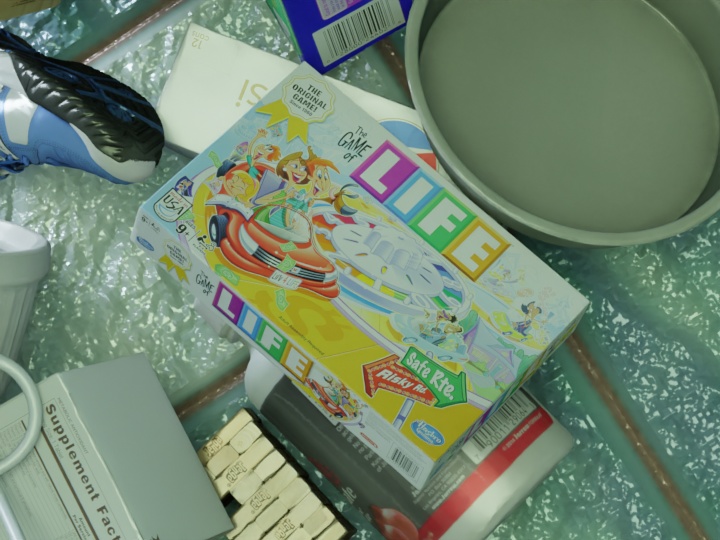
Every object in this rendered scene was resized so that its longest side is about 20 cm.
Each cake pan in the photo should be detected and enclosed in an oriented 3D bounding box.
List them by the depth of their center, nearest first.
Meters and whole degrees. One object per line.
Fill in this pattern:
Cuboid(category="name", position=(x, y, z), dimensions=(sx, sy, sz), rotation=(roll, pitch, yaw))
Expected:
Cuboid(category="cake pan", position=(0.115, -0.096, 1.553), dimensions=(0.199, 0.037, 0.201), rotation=(7, 62, -13))

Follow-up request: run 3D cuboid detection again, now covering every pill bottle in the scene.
Cuboid(category="pill bottle", position=(0.008, 0.060, 1.553), dimensions=(0.111, 0.111, 0.200), rotation=(-45, 83, 0))

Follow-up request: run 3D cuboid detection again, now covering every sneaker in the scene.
Cuboid(category="sneaker", position=(-0.183, -0.081, 1.581), dimensions=(0.199, 0.075, 0.077), rotation=(26, 101, 39))

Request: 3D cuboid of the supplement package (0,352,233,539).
Cuboid(category="supplement package", position=(-0.188, 0.141, 1.537), dimensions=(0.199, 0.109, 0.114), rotation=(-29, 84, 20))

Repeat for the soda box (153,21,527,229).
Cuboid(category="soda box", position=(-0.011, -0.066, 1.588), dimensions=(0.199, 0.064, 0.069), rotation=(22, 88, 5))

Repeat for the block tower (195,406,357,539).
Cuboid(category="block tower", position=(-0.016, 0.167, 1.576), dimensions=(0.058, 0.054, 0.200), rotation=(-43, 83, 1))

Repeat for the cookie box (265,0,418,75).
Cuboid(category="cookie box", position=(-0.056, -0.228, 1.525), dimensions=(0.075, 0.171, 0.201), rotation=(-28, 65, -3))

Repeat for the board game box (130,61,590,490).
Cuboid(category="board game box", position=(0.000, 0.000, 1.495), dimensions=(0.200, 0.034, 0.134), rotation=(40, 58, 10))

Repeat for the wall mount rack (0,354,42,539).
Cuboid(category="wall mount rack", position=(-0.236, 0.130, 1.430), dimensions=(0.199, 0.075, 0.174), rotation=(-31, 88, 0))

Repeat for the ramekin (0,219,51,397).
Cuboid(category="ramekin", position=(-0.267, 0.018, 1.542), dimensions=(0.201, 0.202, 0.095), rotation=(8, 97, 5))

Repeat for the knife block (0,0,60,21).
Cuboid(category="knife block", position=(-0.180, -0.223, 1.547), dimensions=(0.064, 0.176, 0.200), rotation=(-20, 66, -41))
